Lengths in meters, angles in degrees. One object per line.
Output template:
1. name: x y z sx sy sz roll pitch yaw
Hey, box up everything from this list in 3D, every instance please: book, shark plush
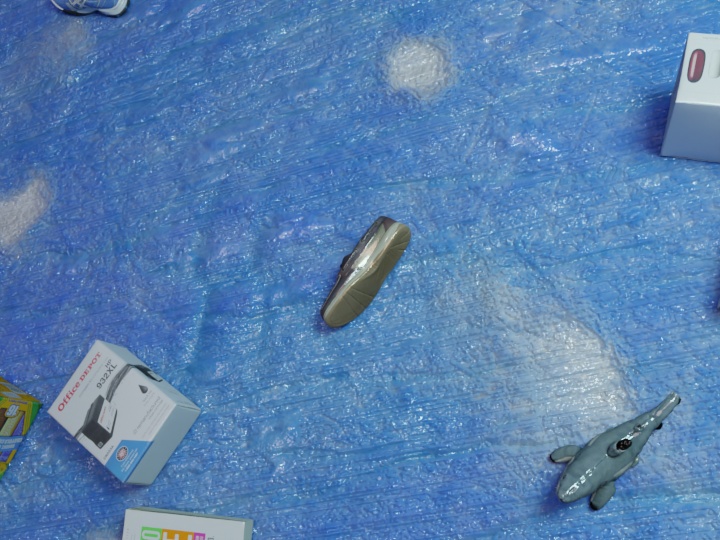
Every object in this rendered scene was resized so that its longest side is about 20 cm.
1. book: -0.264 0.437 1.010 0.199 0.048 0.134 0 75 16
2. shark plush: 0.337 0.237 0.862 0.199 0.083 0.091 -29 65 6

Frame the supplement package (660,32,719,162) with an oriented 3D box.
1. supplement package: 0.536 -0.227 0.920 0.199 0.156 0.111 12 76 20

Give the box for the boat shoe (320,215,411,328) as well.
1. boat shoe: 0.000 0.000 1.064 0.065 0.072 0.200 35 87 37

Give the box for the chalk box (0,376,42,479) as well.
1. chalk box: -0.674 0.285 1.146 0.124 0.124 0.201 22 79 23

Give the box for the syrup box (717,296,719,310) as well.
1. syrup box: 0.548 -0.037 0.892 0.081 0.079 0.201 18 78 22

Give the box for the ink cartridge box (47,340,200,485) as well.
1. ink cartridge box: -0.387 0.230 1.095 0.200 0.084 0.145 31 83 24

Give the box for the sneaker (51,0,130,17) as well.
1. sneaker: -0.600 -0.606 1.459 0.199 0.077 0.076 8 76 22
